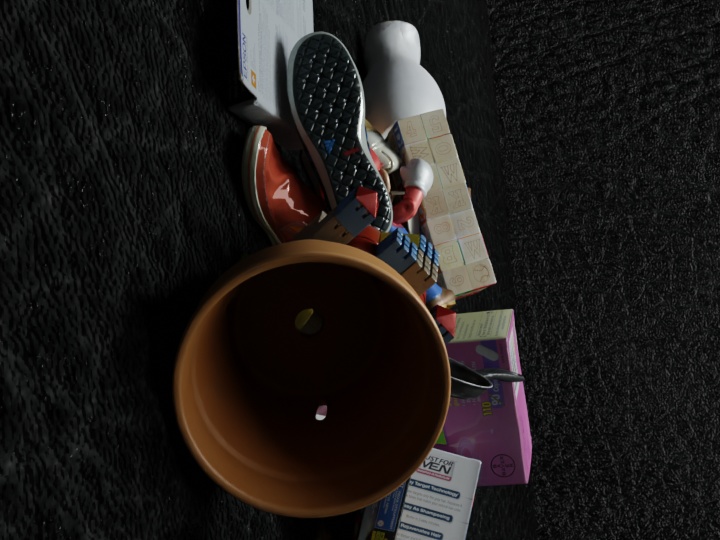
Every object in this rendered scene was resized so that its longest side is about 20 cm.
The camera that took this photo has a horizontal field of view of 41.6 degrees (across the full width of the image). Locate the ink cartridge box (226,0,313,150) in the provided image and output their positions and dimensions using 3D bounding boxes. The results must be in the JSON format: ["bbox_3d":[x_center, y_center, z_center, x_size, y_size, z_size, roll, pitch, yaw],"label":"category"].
[{"bbox_3d":[-0.092,-0.234,0.882,0.200,0.040,0.205,30,56,-71],"label":"ink cartridge box"}]

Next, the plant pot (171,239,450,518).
[{"bbox_3d":[-0.037,0.063,0.725,0.140,0.195,0.204,-100,179,-71],"label":"plant pot"}]

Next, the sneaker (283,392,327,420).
[{"bbox_3d":[-0.040,0.071,0.896,0.202,0.073,0.091,-83,160,-45],"label":"sneaker"}]

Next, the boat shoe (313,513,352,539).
[{"bbox_3d":[-0.023,0.285,0.910,0.066,0.071,0.200,-61,179,6],"label":"boat shoe"}]

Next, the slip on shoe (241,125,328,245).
[{"bbox_3d":[-0.061,-0.057,0.893,0.202,0.060,0.075,67,25,-44],"label":"slip on shoe"}]

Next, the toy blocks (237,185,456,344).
[{"bbox_3d":[0.010,0.015,0.826,0.200,0.136,0.100,45,24,-15],"label":"toy blocks"}]

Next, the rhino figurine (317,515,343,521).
[{"bbox_3d":[-0.023,0.158,0.945,0.202,0.058,0.089,-78,176,-50],"label":"rhino figurine"}]

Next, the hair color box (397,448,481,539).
[{"bbox_3d":[0.060,0.295,1.021,0.061,0.098,0.204,90,15,-75],"label":"hair color box"}]

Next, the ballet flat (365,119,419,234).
[{"bbox_3d":[0.028,-0.092,1.049,0.068,0.062,0.204,-23,95,-53],"label":"ballet flat"}]

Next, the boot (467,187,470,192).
[{"bbox_3d":[0.062,-0.094,1.179,0.074,0.151,0.205,-51,133,-70],"label":"boot"}]

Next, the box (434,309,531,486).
[{"bbox_3d":[0.091,0.153,1.111,0.097,0.195,0.180,-50,132,-68],"label":"box"}]

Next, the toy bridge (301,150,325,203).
[{"bbox_3d":[-0.043,-0.107,1.041,0.068,0.027,0.203,67,23,-47],"label":"toy bridge"}]

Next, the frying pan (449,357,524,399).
[{"bbox_3d":[0.091,0.100,0.970,0.189,0.113,0.031,12,101,-65],"label":"frying pan"}]

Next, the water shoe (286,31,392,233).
[{"bbox_3d":[-0.027,-0.119,0.894,0.079,0.070,0.204,157,-81,-77],"label":"water shoe"}]

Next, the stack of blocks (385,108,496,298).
[{"bbox_3d":[0.084,-0.067,1.085,0.115,0.057,0.204,141,-67,-77],"label":"stack of blocks"}]

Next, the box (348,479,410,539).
[{"bbox_3d":[0.021,0.185,0.952,0.200,0.039,0.140,-114,-143,-83],"label":"box"}]

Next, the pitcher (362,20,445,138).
[{"bbox_3d":[0.050,-0.213,1.293,0.174,0.118,0.203,90,-5,-45],"label":"pitcher"}]

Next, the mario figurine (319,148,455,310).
[{"bbox_3d":[0.027,-0.039,0.987,0.203,0.122,0.106,66,-22,6],"label":"mario figurine"}]
